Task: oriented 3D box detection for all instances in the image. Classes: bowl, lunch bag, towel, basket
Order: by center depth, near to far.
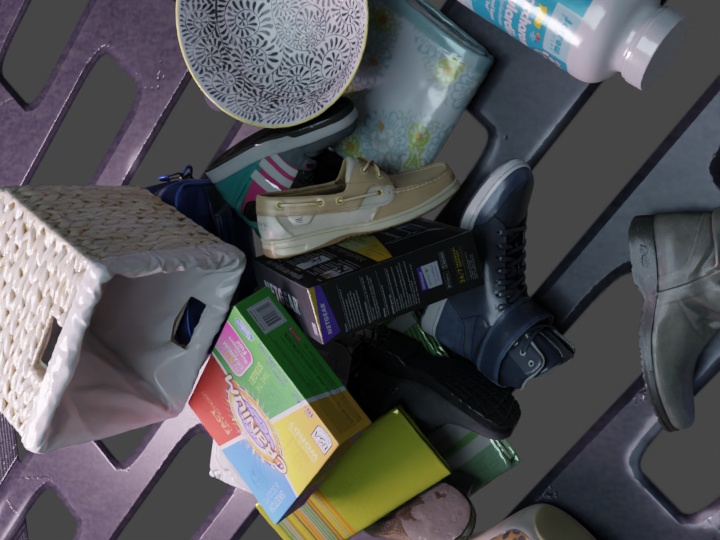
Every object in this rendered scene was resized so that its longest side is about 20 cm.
[{"bbox_3d":[-0.247,0.034,1.066,0.160,0.199,0.200,37,113,27],"label":"basket"},{"bbox_3d":[-0.066,-0.241,1.069,0.198,0.094,0.204,6,105,23],"label":"bowl"},{"bbox_3d":[-0.009,0.212,1.110,0.199,0.018,0.086,-38,97,25],"label":"towel"},{"bbox_3d":[0.015,-0.194,1.118,0.200,0.048,0.172,42,119,19],"label":"towel"},{"bbox_3d":[0.055,0.148,1.161,0.152,0.023,0.201,-40,79,30],"label":"towel"},{"bbox_3d":[-0.183,-0.011,1.211,0.131,0.135,0.203,-4,94,31],"label":"lunch bag"}]

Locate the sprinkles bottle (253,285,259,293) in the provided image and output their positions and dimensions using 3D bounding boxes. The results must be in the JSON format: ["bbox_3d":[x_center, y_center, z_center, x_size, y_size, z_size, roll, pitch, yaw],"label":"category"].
[{"bbox_3d":[-0.088,0.118,1.214,0.067,0.068,0.203,11,103,29],"label":"sprinkles bottle"}]

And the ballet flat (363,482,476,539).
[{"bbox_3d":[0.056,0.246,1.111,0.046,0.068,0.199,44,153,-19],"label":"ballet flat"}]

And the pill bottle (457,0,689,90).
[{"bbox_3d":[0.180,-0.237,0.972,0.199,0.110,0.112,38,115,21],"label":"pill bottle"}]

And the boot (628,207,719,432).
[{"bbox_3d":[0.306,0.040,0.971,0.129,0.068,0.203,-6,96,26],"label":"boot"}]

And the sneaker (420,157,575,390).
[{"bbox_3d":[0.149,0.013,1.042,0.146,0.076,0.204,40,126,32],"label":"sneaker"}]

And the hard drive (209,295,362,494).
[{"bbox_3d":[-0.077,0.140,1.142,0.138,0.038,0.203,18,113,18],"label":"hard drive"}]

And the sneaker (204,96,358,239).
[{"bbox_3d":[-0.057,-0.087,1.127,0.199,0.084,0.121,-18,113,42],"label":"sneaker"}]

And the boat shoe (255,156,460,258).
[{"bbox_3d":[-0.004,-0.072,1.058,0.198,0.074,0.070,-19,106,-10],"label":"boat shoe"}]

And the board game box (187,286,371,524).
[{"bbox_3d":[-0.081,0.130,1.038,0.153,0.040,0.201,51,145,14],"label":"board game box"}]

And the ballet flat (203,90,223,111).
[{"bbox_3d":[-0.118,-0.245,1.175,0.200,0.073,0.073,-44,75,29],"label":"ballet flat"}]

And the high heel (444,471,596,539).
[{"bbox_3d":[0.155,0.297,1.105,0.198,0.071,0.144,23,118,26],"label":"high heel"}]

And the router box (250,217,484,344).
[{"bbox_3d":[0.000,0.000,1.036,0.200,0.155,0.053,-156,49,-69],"label":"router box"}]

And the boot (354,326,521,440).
[{"bbox_3d":[0.064,0.150,1.110,0.199,0.069,0.133,28,117,37],"label":"boot"}]
